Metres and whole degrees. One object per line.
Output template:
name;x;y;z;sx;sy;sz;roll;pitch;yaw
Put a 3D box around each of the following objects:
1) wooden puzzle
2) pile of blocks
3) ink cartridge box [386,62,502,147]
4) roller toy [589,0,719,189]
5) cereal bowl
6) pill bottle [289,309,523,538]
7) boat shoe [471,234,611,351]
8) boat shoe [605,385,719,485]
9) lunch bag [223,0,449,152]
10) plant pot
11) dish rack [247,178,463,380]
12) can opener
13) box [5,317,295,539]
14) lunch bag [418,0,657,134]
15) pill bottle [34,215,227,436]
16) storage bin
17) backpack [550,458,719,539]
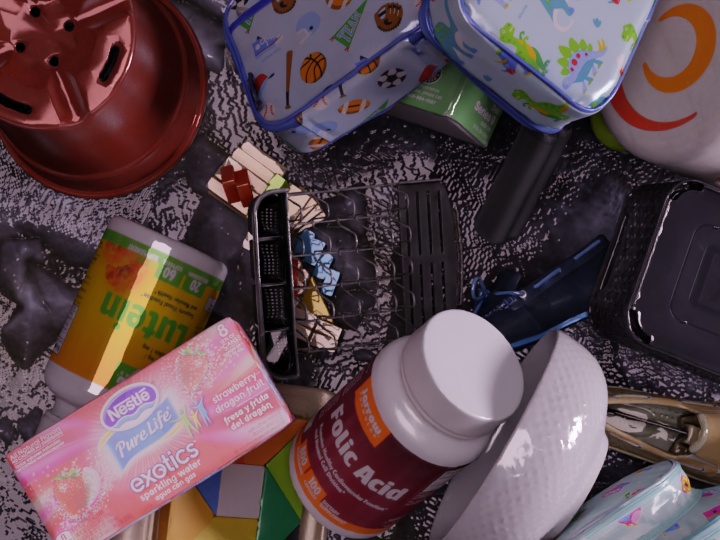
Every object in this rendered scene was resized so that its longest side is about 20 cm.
wooden puzzle;-0.108;0.183;1.286;0.198;0.037;0.188;10;85;-32
pile of blocks;-0.062;-0.023;1.336;0.082;0.062;0.201;-30;84;1
ink cartridge box;0.074;-0.225;1.307;0.144;0.087;0.202;21;87;33
roller toy;0.297;-0.162;1.259;0.199;0.139;0.184;28;100;49
cereal bowl;0.138;0.153;1.237;0.083;0.200;0.201;31;87;-1
pill bottle;0.036;0.123;1.240;0.114;0.114;0.200;49;133;6
boat shoe;0.133;0.031;1.319;0.198;0.084;0.069;-22;83;-15
boat shoe;0.282;0.140;1.292;0.197;0.076;0.073;8;83;3
lunch bag;-0.020;-0.201;1.261;0.199;0.075;0.162;-29;61;19
plant pot;-0.240;-0.174;1.294;0.198;0.195;0.204;0;84;3
dish rack;0.000;0.000;1.294;0.198;0.054;0.156;-7;100;-21
can opener;0.144;-0.117;1.298;0.066;0.052;0.202;34;120;26
box;-0.157;0.128;1.191;0.199;0.103;0.095;-32;86;-2
lunch bag;0.144;-0.223;1.184;0.160;0.082;0.201;35;67;-17
pill bottle;-0.199;0.067;1.311;0.110;0.111;0.202;23;87;5
storage bin;0.303;0.020;1.267;0.198;0.094;0.137;21;86;-11
backpack;0.243;0.236;1.236;0.198;0.176;0.155;-24;83;6
